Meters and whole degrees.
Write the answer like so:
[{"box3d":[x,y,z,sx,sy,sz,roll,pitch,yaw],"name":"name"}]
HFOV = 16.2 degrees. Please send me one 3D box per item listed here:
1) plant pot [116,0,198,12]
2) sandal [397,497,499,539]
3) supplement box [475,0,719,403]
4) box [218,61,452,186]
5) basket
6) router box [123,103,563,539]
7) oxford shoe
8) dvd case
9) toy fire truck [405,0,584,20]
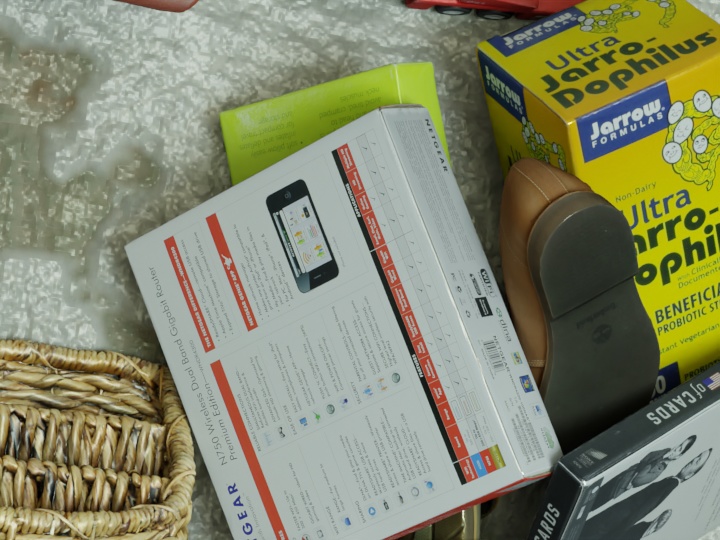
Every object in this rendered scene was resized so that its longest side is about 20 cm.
[{"box3d":[-0.160,-0.229,1.296,0.194,0.201,0.202,16,85,-22],"name":"plant pot"},{"box3d":[0.052,0.096,1.399,0.054,0.080,0.202,8,82,-36],"name":"sandal"},{"box3d":[0.148,-0.037,1.360,0.108,0.110,0.201,-24,124,-13],"name":"supplement box"},{"box3d":[0.000,0.000,1.354,0.048,0.121,0.201,-8,85,-57],"name":"box"},{"box3d":[-0.186,0.106,1.294,0.199,0.143,0.150,11,86,-14],"name":"basket"},{"box3d":[-0.011,0.041,1.307,0.049,0.179,0.201,-9,76,-58],"name":"router box"},{"box3d":[0.107,0.024,1.298,0.071,0.071,0.201,-23,133,-17],"name":"oxford shoe"},{"box3d":[0.161,0.112,1.346,0.199,0.151,0.025,-27,59,-35],"name":"dvd case"},{"box3d":[0.085,-0.169,1.373,0.199,0.141,0.049,4,87,-14],"name":"toy fire truck"}]
